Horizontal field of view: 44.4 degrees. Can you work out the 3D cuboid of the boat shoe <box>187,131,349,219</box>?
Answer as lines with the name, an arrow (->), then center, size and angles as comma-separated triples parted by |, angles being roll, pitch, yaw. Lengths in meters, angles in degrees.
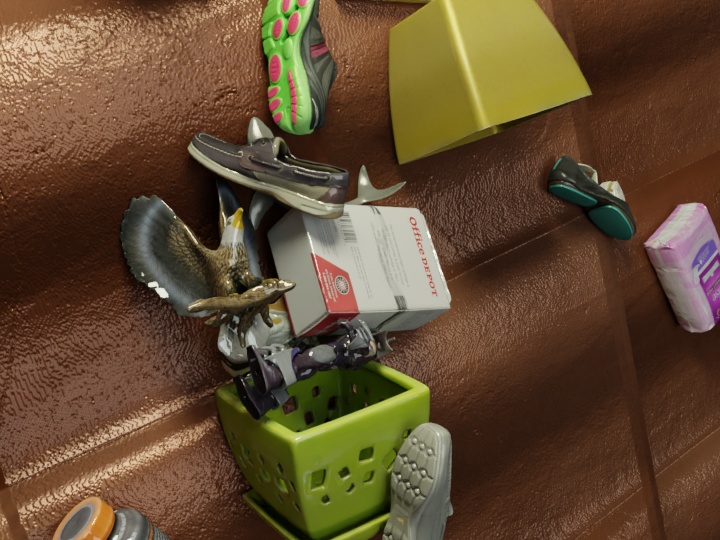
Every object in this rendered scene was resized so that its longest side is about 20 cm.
boat shoe -> -0.103, -0.124, 1.025 | 0.198, 0.072, 0.065 | 25, 108, 9

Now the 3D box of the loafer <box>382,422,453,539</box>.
loafer -> 0.073, 0.264, 1.018 | 0.069, 0.070, 0.202 | -7, 118, -41

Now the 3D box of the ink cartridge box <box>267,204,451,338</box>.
ink cartridge box -> 0.000, 0.000, 1.105 | 0.199, 0.083, 0.148 | 0, 64, -39

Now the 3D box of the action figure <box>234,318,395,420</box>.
action figure -> -0.045, 0.099, 1.015 | 0.199, 0.130, 0.070 | -17, 73, -39

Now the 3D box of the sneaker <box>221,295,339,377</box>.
sneaker -> -0.093, 0.081, 1.112 | 0.199, 0.076, 0.088 | -6, 125, -40

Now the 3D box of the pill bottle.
pill bottle -> -0.253, 0.342, 0.996 | 0.106, 0.106, 0.200 | -48, 117, -20

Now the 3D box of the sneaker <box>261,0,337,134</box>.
sneaker -> -0.073, -0.268, 1.095 | 0.084, 0.076, 0.202 | 1, 92, -58

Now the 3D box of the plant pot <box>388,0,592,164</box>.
plant pot -> 0.148, -0.268, 1.170 | 0.199, 0.199, 0.178 | -21, 93, -30

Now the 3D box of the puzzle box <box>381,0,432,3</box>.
puzzle box -> 0.050, -0.428, 1.180 | 0.198, 0.025, 0.135 | -8, 98, -33

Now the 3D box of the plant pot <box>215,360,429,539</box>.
plant pot -> -0.042, 0.225, 1.077 | 0.198, 0.199, 0.183 | -16, 110, -32

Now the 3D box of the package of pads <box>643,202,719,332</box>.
package of pads -> 0.579, -0.004, 1.538 | 0.120, 0.075, 0.201 | -41, 115, -21

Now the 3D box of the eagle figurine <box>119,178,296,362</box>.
eagle figurine -> -0.160, -0.011, 0.999 | 0.151, 0.200, 0.152 | -51, 137, -2

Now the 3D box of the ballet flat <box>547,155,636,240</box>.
ballet flat -> 0.377, -0.120, 1.401 | 0.199, 0.068, 0.069 | 30, 69, -32

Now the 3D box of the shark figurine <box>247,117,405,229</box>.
shark figurine -> -0.052, -0.095, 1.105 | 0.213, 0.089, 0.129 | 18, 85, -31
